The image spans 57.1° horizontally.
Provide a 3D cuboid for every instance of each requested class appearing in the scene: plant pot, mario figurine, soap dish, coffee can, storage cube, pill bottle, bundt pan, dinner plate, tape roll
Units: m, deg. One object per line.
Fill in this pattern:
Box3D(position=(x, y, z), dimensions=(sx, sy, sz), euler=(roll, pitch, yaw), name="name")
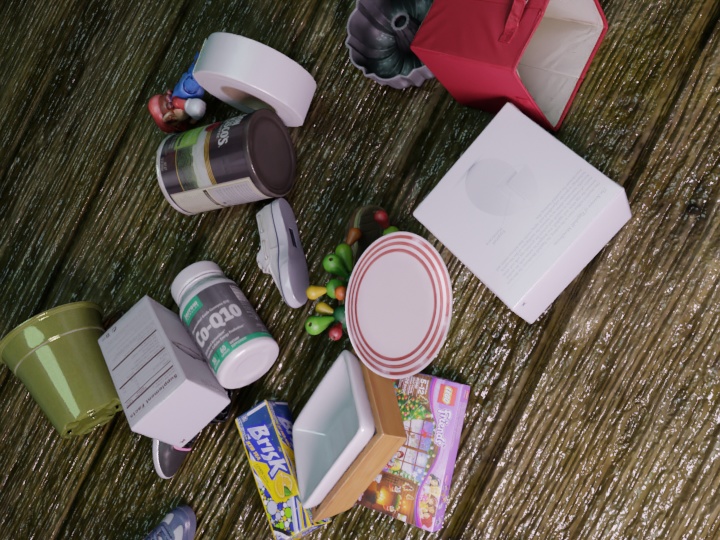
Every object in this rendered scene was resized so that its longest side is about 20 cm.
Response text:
Box3D(position=(-0.525, 0.193, 1.207), dimensions=(0.199, 0.200, 0.191), euler=(-37, 77, 15), name="plant pot")
Box3D(position=(-0.318, -0.329, 1.260), dimensions=(0.199, 0.123, 0.107), euler=(-35, 94, 38), name="mario figurine")
Box3D(position=(-0.018, 0.225, 0.919), dimensions=(0.201, 0.080, 0.158), euler=(-57, 31, 30), name="soap dish")
Box3D(position=(-0.232, -0.184, 1.150), dimensions=(0.197, 0.146, 0.149), euler=(-8, 74, 26), name="coffee can")
Box3D(position=(0.209, -0.326, 0.926), dimensions=(0.179, 0.199, 0.173), euler=(28, 91, 37), name="storage cube")
Box3D(position=(-0.230, 0.086, 1.101), dimensions=(0.113, 0.113, 0.200), euler=(-46, 61, 10), name="pill bottle")
Box3D(position=(0.079, -0.386, 1.074), dimensions=(0.199, 0.076, 0.206), euler=(-7, 74, 27), name="bundt pan")
Box3D(position=(0.053, 0.048, 0.922), dimensions=(0.024, 0.198, 0.204), euler=(0, 76, 51), name="dinner plate")
Box3D(position=(-0.178, -0.320, 1.123), dimensions=(0.200, 0.202, 0.072), euler=(20, 87, 30), name="tape roll")

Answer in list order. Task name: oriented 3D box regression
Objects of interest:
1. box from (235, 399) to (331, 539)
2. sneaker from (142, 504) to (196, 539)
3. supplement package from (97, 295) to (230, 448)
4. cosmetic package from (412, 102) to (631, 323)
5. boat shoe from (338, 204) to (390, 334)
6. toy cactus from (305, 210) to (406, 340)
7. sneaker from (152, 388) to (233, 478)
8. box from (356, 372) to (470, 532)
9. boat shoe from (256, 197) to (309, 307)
Box3D(position=(-0.121, 0.305, 1.017), dimensions=(0.070, 0.064, 0.202), euler=(-33, 65, 17), name="box")
Box3D(position=(-0.347, 0.474, 1.085), dimensions=(0.070, 0.082, 0.201), euler=(37, 96, 30), name="sneaker")
Box3D(position=(-0.318, 0.161, 1.064), dimensions=(0.117, 0.117, 0.200), euler=(-41, 52, 2), name="supplement package")
Box3D(position=(0.218, -0.074, 0.896), dimensions=(0.200, 0.123, 0.200), euler=(-48, 60, 9), name="cosmetic package")
Box3D(position=(0.000, 0.000, 1.034), dimensions=(0.067, 0.071, 0.204), euler=(6, 88, 62), name="boat shoe")
Box3D(position=(0.013, 0.030, 0.960), dimensions=(0.201, 0.165, 0.102), euler=(-55, 27, -19), name="toy cactus")
Box3D(position=(-0.279, 0.258, 1.107), dimensions=(0.098, 0.070, 0.203), euler=(11, 79, 34), name="sneaker")
Box3D(position=(0.069, 0.247, 0.944), dimensions=(0.135, 0.039, 0.203), euler=(9, 82, 29), name="box")
Box3D(position=(-0.138, -0.023, 1.104), dimensions=(0.069, 0.071, 0.203), euler=(-24, 64, 20), name="boat shoe")
